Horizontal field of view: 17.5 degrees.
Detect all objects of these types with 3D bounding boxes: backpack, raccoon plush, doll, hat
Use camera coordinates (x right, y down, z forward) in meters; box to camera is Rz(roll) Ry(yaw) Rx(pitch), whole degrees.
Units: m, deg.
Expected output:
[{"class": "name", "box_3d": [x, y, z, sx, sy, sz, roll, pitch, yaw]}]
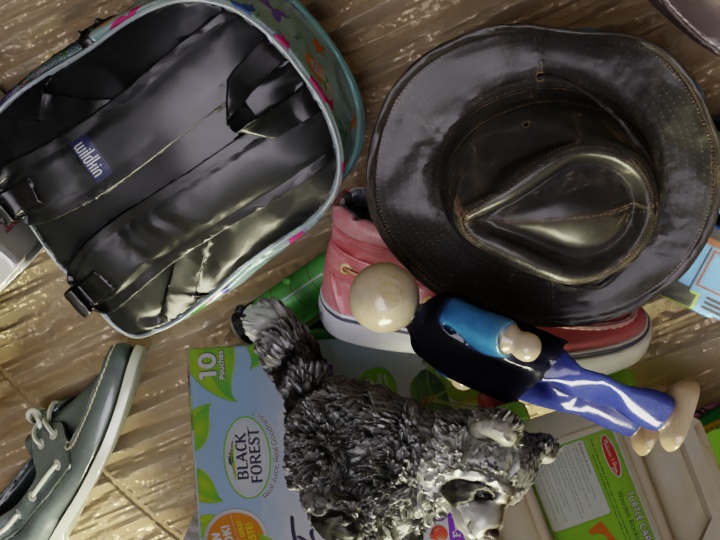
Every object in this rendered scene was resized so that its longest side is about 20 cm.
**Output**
[{"class": "backpack", "box_3d": [-0.098, -0.080, 1.376, 0.200, 0.151, 0.178, -34, 101, 27]}, {"class": "raccoon plush", "box_3d": [0.019, 0.072, 1.329, 0.134, 0.097, 0.200, -35, 77, 19]}, {"class": "doll", "box_3d": [0.083, 0.050, 1.315, 0.200, 0.136, 0.048, 23, 75, -14]}, {"class": "hat", "box_3d": [0.102, -0.038, 1.279, 0.201, 0.081, 0.201, 1, 115, 2]}]

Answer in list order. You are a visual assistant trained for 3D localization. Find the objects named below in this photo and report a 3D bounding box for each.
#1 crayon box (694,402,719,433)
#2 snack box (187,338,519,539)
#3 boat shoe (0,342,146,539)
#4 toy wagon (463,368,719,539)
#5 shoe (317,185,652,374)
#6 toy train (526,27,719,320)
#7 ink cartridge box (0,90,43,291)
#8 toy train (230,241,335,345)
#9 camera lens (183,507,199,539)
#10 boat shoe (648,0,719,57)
[{"class": "crayon box", "box_3d": [0.226, 0.188, 1.472, 0.119, 0.058, 0.200, -18, 108, 20]}, {"class": "snack box", "box_3d": [-0.001, 0.114, 1.422, 0.200, 0.053, 0.142, -3, 71, -5]}, {"class": "boat shoe", "box_3d": [-0.198, 0.121, 1.532, 0.062, 0.073, 0.200, 27, 121, -4]}, {"class": "toy wagon", "box_3d": [0.160, 0.138, 1.379, 0.200, 0.040, 0.155, -17, 75, -10]}, {"class": "shoe", "box_3d": [0.076, 0.003, 1.376, 0.200, 0.071, 0.091, 7, 128, 2]}, {"class": "toy train", "box_3d": [0.161, -0.058, 1.366, 0.200, 0.087, 0.114, 25, 121, 1]}, {"class": "ink cartridge box", "box_3d": [-0.276, -0.072, 1.424, 0.200, 0.145, 0.085, 42, 116, -7]}, {"class": "toy train", "box_3d": [0.000, 0.000, 1.444, 0.200, 0.042, 0.056, -34, 126, 23]}, {"class": "camera lens", "box_3d": [-0.020, 0.231, 1.490, 0.200, 0.160, 0.160, 17, 116, 5]}, {"class": "boat shoe", "box_3d": [0.170, -0.197, 1.315, 0.072, 0.060, 0.200, -29, 104, 22]}]
